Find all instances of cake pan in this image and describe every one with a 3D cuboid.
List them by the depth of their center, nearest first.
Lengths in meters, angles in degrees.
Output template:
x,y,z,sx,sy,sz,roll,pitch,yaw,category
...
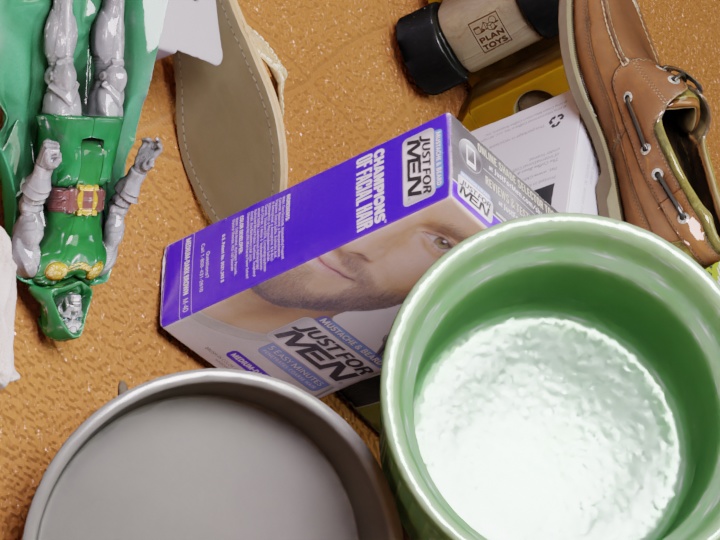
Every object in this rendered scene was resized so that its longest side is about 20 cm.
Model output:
x,y,z,sx,sy,sz,roll,pitch,yaw,category
-0.077,0.150,1.488,0.200,0.037,0.201,1,88,-17,cake pan

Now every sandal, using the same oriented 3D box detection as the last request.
x,y,z,sx,sy,sz,roll,pitch,yaw,category
-0.071,-0.120,1.704,0.070,0.078,0.212,-12,78,-52,sandal

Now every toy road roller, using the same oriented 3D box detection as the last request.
x,y,z,sx,sy,sz,roll,pitch,yaw,category
0.124,-0.138,1.969,0.200,0.123,0.146,58,23,-17,toy road roller

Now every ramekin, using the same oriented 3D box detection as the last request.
x,y,z,sx,sy,sz,roll,pitch,yaw,category
0.103,0.080,1.520,0.098,0.199,0.201,111,-20,-68,ramekin

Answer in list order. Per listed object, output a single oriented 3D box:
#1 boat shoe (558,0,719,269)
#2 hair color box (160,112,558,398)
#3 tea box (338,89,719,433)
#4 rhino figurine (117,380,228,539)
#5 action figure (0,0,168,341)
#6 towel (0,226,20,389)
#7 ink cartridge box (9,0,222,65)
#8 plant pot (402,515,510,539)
x,y,z,sx,sy,sz,roll,pitch,yaw,category
0.168,-0.087,1.678,0.072,0.068,0.201,9,62,-50,boat shoe
0.000,0.000,1.626,0.109,0.200,0.065,39,37,-39,hair color box
0.100,0.025,1.766,0.197,0.200,0.134,47,38,-33,tea box
-0.080,0.144,1.561,0.200,0.060,0.087,60,16,-14,rhino figurine
-0.146,-0.062,1.528,0.118,0.055,0.201,-2,103,-38,action figure
-0.234,-0.033,1.413,0.200,0.034,0.133,46,18,-30,towel
-0.166,-0.172,1.596,0.200,0.068,0.116,15,62,-52,ink cartridge box
0.061,0.223,1.636,0.200,0.200,0.175,19,74,-51,plant pot
